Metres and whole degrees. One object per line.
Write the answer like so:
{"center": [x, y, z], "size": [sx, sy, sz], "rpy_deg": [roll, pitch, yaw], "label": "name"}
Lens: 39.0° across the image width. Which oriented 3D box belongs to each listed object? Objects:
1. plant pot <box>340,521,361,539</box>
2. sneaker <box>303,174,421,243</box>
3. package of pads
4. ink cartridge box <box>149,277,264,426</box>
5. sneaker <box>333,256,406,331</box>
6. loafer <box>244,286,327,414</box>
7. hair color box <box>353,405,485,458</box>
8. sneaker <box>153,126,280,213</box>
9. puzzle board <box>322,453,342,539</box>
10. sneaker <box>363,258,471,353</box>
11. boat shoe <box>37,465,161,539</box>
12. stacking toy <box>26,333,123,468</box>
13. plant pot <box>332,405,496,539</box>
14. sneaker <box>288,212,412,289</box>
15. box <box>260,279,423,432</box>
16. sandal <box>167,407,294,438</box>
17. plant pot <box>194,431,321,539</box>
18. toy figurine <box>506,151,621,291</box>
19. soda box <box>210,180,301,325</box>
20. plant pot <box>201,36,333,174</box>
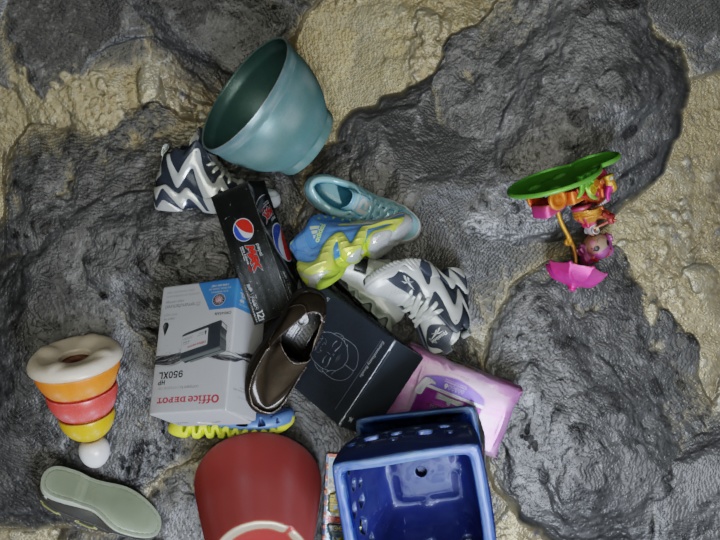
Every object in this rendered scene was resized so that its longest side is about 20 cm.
{"center": [0.056, 0.469, 1.530], "size": [0.196, 0.182, 0.202], "rpy_deg": [4, 107, 0], "label": "plant pot"}
{"center": [0.002, -0.092, 1.579], "size": [0.198, 0.082, 0.075], "rpy_deg": [19, 92, -2], "label": "sneaker"}
{"center": [0.144, 0.203, 1.591], "size": [0.198, 0.076, 0.122], "rpy_deg": [21, 93, -1], "label": "package of pads"}
{"center": [-0.227, 0.124, 1.522], "size": [0.143, 0.084, 0.202], "rpy_deg": [-7, 69, 27], "label": "ink cartridge box"}
{"center": [0.000, 0.000, 1.591], "size": [0.200, 0.074, 0.089], "rpy_deg": [43, 82, -9], "label": "sneaker"}
{"center": [-0.108, 0.120, 1.436], "size": [0.072, 0.071, 0.202], "rpy_deg": [21, 103, -15], "label": "loafer"}
{"center": [0.085, 0.271, 1.518], "size": [0.198, 0.099, 0.061], "rpy_deg": [-17, 106, 12], "label": "hair color box"}
{"center": [-0.222, -0.156, 1.573], "size": [0.197, 0.079, 0.131], "rpy_deg": [3, 100, 9], "label": "sneaker"}
{"center": [0.040, 0.373, 1.623], "size": [0.197, 0.017, 0.153], "rpy_deg": [3, 91, -2], "label": "puzzle board"}
{"center": [0.096, 0.061, 1.521], "size": [0.079, 0.198, 0.131], "rpy_deg": [-32, 62, 34], "label": "sneaker"}
{"center": [-0.410, 0.371, 1.594], "size": [0.200, 0.061, 0.072], "rpy_deg": [28, 46, -10], "label": "boat shoe"}
{"center": [-0.427, 0.212, 1.574], "size": [0.144, 0.146, 0.202], "rpy_deg": [-6, 111, -1], "label": "stacking toy"}
{"center": [0.081, 0.298, 1.379], "size": [0.198, 0.180, 0.202], "rpy_deg": [-8, 106, 10], "label": "plant pot"}
{"center": [-0.020, -0.058, 1.525], "size": [0.199, 0.076, 0.105], "rpy_deg": [-29, 70, -24], "label": "sneaker"}
{"center": [-0.034, 0.126, 1.527], "size": [0.199, 0.107, 0.149], "rpy_deg": [36, 91, 33], "label": "box"}
{"center": [-0.201, 0.218, 1.587], "size": [0.197, 0.079, 0.088], "rpy_deg": [2, 87, -3], "label": "sandal"}
{"center": [-0.149, 0.369, 1.507], "size": [0.198, 0.178, 0.203], "rpy_deg": [-3, 116, -6], "label": "plant pot"}
{"center": [0.342, -0.066, 1.584], "size": [0.199, 0.150, 0.186], "rpy_deg": [-25, 106, -25], "label": "toy figurine"}
{"center": [-0.148, -0.028, 1.497], "size": [0.070, 0.063, 0.202], "rpy_deg": [-19, 90, 20], "label": "soda box"}
{"center": [-0.127, -0.228, 1.533], "size": [0.134, 0.200, 0.201], "rpy_deg": [35, 91, -28], "label": "plant pot"}
